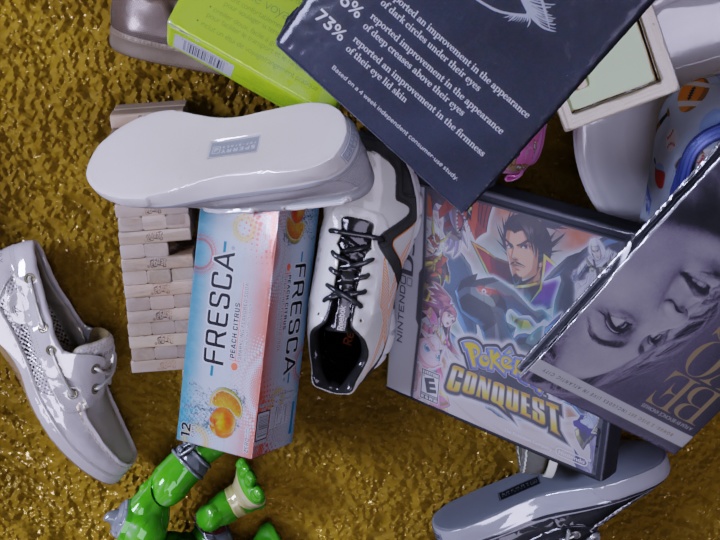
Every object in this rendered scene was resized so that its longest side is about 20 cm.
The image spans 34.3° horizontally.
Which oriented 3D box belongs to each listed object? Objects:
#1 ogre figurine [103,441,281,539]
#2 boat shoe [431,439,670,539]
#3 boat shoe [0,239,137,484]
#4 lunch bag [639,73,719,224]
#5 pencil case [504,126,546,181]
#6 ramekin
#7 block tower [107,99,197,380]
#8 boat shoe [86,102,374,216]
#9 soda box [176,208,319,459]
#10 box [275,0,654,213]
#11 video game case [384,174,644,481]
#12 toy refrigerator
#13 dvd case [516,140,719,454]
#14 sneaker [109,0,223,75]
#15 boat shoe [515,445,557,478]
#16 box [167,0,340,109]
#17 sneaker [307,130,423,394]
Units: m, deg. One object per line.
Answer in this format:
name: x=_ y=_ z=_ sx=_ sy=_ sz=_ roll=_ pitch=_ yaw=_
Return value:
ogre figurine: x=-0.121 y=0.228 z=0.930 sx=0.119 sy=0.098 sz=0.201 roll=-27 pitch=126 yaw=-13
boat shoe: x=0.160 y=0.200 z=0.945 sx=0.198 sy=0.074 sz=0.068 roll=-23 pitch=106 yaw=5
boat shoe: x=-0.215 y=0.069 z=0.873 sx=0.069 sy=0.071 sz=0.201 roll=-26 pitch=109 yaw=8
lunch bag: x=0.284 y=-0.053 z=0.747 sx=0.198 sy=0.076 sz=0.161 roll=-6 pitch=129 yaw=-4
pencil case: x=0.109 y=-0.167 z=0.805 sx=0.082 sy=0.086 sz=0.201 roll=3 pitch=114 yaw=-38
ramekin: x=0.240 y=-0.113 z=0.826 sx=0.201 sy=0.094 sz=0.204 roll=-1 pitch=111 yaw=-3
block tower: x=-0.147 y=-0.019 z=0.855 sx=0.057 sy=0.054 sz=0.202 roll=-4 pitch=110 yaw=-2
boat shoe: x=-0.085 y=-0.065 z=0.763 sx=0.199 sy=0.072 sz=0.069 roll=-8 pitch=146 yaw=22
soda box: x=-0.080 y=0.029 z=0.839 sx=0.068 sy=0.063 sz=0.202 roll=11 pitch=98 yaw=24
box: x=0.076 y=-0.159 z=0.645 sx=0.148 sy=0.104 sz=0.200 roll=43 pitch=114 yaw=2
video game case: x=0.103 y=0.032 z=0.836 sx=0.025 sy=0.199 sz=0.182 roll=-18 pitch=119 yaw=-45
toy refrigerator: x=0.127 y=-0.195 z=0.714 sx=0.075 sy=0.070 sz=0.201 roll=-19 pitch=102 yaw=14
dvd case: x=0.214 y=0.023 z=0.729 sx=0.148 sy=0.016 sz=0.200 roll=27 pitch=116 yaw=-28
sneaker: x=-0.070 y=-0.171 z=0.795 sx=0.198 sy=0.071 sz=0.076 roll=7 pitch=109 yaw=-7
boat shoe: x=0.121 y=0.064 z=0.896 sx=0.060 sy=0.072 sz=0.203 roll=-6 pitch=104 yaw=-4
box: x=-0.028 y=-0.210 z=0.759 sx=0.121 sy=0.048 sz=0.201 roll=28 pitch=80 yaw=-8
sneaker: x=0.000 y=0.000 z=0.838 sx=0.073 sy=0.080 sz=0.201 roll=8 pitch=115 yaw=11
